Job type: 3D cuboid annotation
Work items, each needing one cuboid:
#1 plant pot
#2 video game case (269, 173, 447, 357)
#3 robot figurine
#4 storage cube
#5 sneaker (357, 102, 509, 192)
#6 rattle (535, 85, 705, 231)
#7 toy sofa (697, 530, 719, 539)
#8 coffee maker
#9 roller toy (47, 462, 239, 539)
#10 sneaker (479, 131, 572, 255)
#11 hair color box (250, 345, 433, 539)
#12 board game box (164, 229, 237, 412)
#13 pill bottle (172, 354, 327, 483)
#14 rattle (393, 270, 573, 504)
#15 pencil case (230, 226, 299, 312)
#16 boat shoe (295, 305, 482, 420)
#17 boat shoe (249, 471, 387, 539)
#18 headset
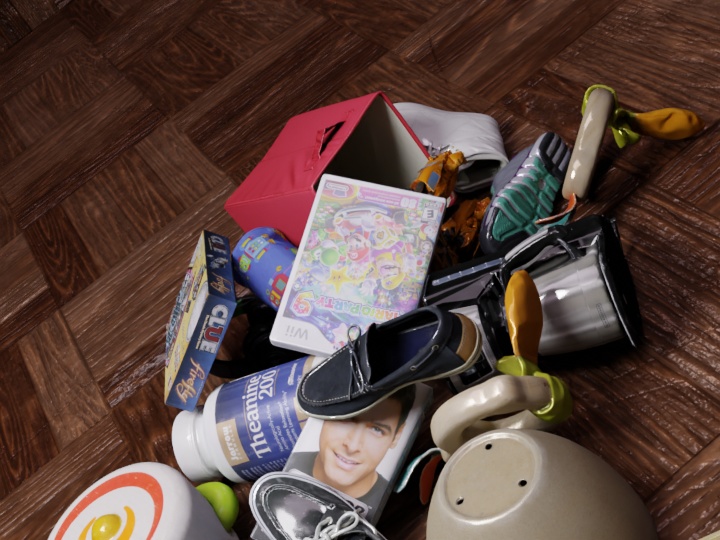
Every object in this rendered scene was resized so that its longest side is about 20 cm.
[{"bbox_3d":[0.134,0.212,0.958,0.198,0.135,0.201,-22,36,17],"label":"plant pot"},{"bbox_3d":[0.000,0.000,1.209,0.141,0.018,0.202,12,67,11],"label":"video game case"},{"bbox_3d":[0.090,-0.048,1.313,0.058,0.146,0.201,-21,25,32],"label":"robot figurine"},{"bbox_3d":[-0.024,-0.087,1.400,0.179,0.200,0.172,-7,41,49],"label":"storage cube"},{"bbox_3d":[0.090,-0.152,1.441,0.197,0.074,0.116,-1,36,-7],"label":"sneaker"},{"bbox_3d":[0.284,-0.101,1.269,0.131,0.142,0.201,120,174,-49],"label":"rattle"},{"bbox_3d":[0.317,0.224,0.851,0.198,0.098,0.083,-27,9,10],"label":"toy sofa"},{"bbox_3d":[0.176,0.036,1.168,0.198,0.136,0.192,-20,-3,19],"label":"coffee maker"},{"bbox_3d":[-0.222,0.295,1.149,0.181,0.140,0.201,-21,36,19],"label":"roller toy"},{"bbox_3d":[0.180,-0.077,1.353,0.087,0.075,0.200,-22,25,51],"label":"sneaker"},{"bbox_3d":[-0.015,0.187,1.099,0.098,0.061,0.202,23,75,12],"label":"hair color box"},{"bbox_3d":[-0.182,0.052,1.293,0.200,0.034,0.137,-112,43,-66],"label":"board game box"},{"bbox_3d":[-0.099,0.164,1.232,0.198,0.111,0.112,-19,36,21],"label":"pill bottle"},{"bbox_3d":[0.095,0.114,1.072,0.129,0.144,0.200,-12,-21,-37],"label":"rattle"},{"bbox_3d":[-0.063,0.024,1.295,0.199,0.086,0.079,35,107,40],"label":"pencil case"},{"bbox_3d":[0.014,0.081,1.036,0.199,0.062,0.075,-22,52,32],"label":"boat shoe"},{"bbox_3d":[-0.019,0.245,1.013,0.199,0.068,0.074,39,80,16],"label":"boat shoe"},{"bbox_3d":[-0.108,0.063,1.380,0.197,0.095,0.124,-8,39,8],"label":"headset"}]
